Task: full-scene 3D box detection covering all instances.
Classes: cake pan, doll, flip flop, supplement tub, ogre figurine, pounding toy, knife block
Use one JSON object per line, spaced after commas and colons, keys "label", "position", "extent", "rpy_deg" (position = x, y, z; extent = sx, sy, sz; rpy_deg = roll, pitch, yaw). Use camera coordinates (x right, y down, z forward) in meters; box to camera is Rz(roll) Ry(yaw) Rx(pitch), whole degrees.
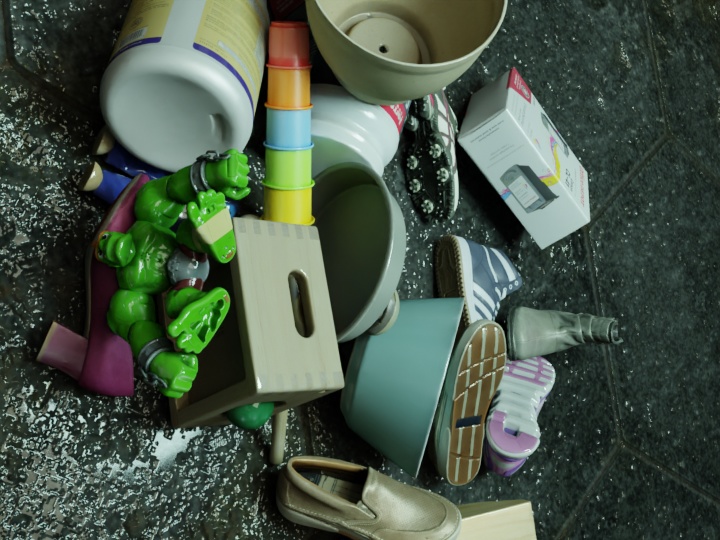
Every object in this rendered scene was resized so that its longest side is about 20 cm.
{"label": "cake pan", "position": [-0.025, -0.013, 0.862], "extent": [0.036, 0.198, 0.204], "rpy_deg": [21, 69, -40]}
{"label": "doll", "position": [-0.186, -0.067, 0.843], "extent": [0.198, 0.048, 0.139], "rpy_deg": [24, 70, -28]}
{"label": "flip flop", "position": [0.000, 0.000, 0.905], "extent": [0.057, 0.201, 0.082], "rpy_deg": [17, 114, -36]}
{"label": "supplement tub", "position": [-0.165, -0.214, 0.807], "extent": [0.144, 0.145, 0.203], "rpy_deg": [30, 46, -28]}
{"label": "ogre figurine", "position": [-0.165, -0.003, 0.707], "extent": [0.097, 0.118, 0.205], "rpy_deg": [-9, 104, -51]}
{"label": "pounding toy", "position": [-0.101, 0.082, 0.805], "extent": [0.140, 0.183, 0.204], "rpy_deg": [3, 69, -41]}
{"label": "knife block", "position": [0.082, 0.309, 0.897], "extent": [0.175, 0.196, 0.065], "rpy_deg": [2, 77, -67]}
{"label": "supplement tub", "position": [-0.010, -0.203, 0.947], "extent": [0.139, 0.139, 0.203], "rpy_deg": [31, 63, -28]}

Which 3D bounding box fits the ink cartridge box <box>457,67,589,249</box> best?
{"label": "ink cartridge box", "position": [0.229, -0.156, 1.128], "extent": [0.200, 0.085, 0.149], "rpy_deg": [47, 32, -19]}

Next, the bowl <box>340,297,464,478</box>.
{"label": "bowl", "position": [0.042, 0.115, 0.911], "extent": [0.103, 0.202, 0.204], "rpy_deg": [16, 65, 8]}

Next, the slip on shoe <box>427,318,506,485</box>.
{"label": "slip on shoe", "position": [0.122, 0.153, 0.981], "extent": [0.075, 0.060, 0.204], "rpy_deg": [0, 104, -28]}

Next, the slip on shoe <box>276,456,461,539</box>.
{"label": "slip on shoe", "position": [0.010, 0.238, 0.850], "extent": [0.196, 0.061, 0.077], "rpy_deg": [14, 37, 6]}

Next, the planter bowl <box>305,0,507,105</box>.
{"label": "planter bowl", "position": [0.033, -0.254, 0.825], "extent": [0.196, 0.135, 0.204], "rpy_deg": [4, 69, -11]}

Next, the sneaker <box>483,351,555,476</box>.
{"label": "sneaker", "position": [0.201, 0.188, 1.075], "extent": [0.079, 0.090, 0.201], "rpy_deg": [17, 40, 12]}

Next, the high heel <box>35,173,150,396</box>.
{"label": "high heel", "position": [-0.221, 0.015, 0.773], "extent": [0.095, 0.067, 0.203], "rpy_deg": [27, 89, -20]}

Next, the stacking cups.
{"label": "stacking cups", "position": [-0.077, -0.149, 0.837], "extent": [0.060, 0.060, 0.204], "rpy_deg": [-14, 112, -38]}

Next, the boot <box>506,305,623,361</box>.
{"label": "boot", "position": [0.271, 0.078, 1.070], "extent": [0.199, 0.128, 0.069], "rpy_deg": [-5, 92, -63]}

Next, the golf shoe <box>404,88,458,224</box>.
{"label": "golf shoe", "position": [0.102, -0.164, 1.069], "extent": [0.087, 0.076, 0.204], "rpy_deg": [-10, 87, -45]}

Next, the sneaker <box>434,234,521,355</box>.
{"label": "sneaker", "position": [0.157, 0.058, 1.066], "extent": [0.107, 0.070, 0.204], "rpy_deg": [8, 73, -34]}

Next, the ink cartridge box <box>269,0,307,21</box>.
{"label": "ink cartridge box", "position": [-0.065, -0.416, 0.946], "extent": [0.083, 0.143, 0.204], "rpy_deg": [-20, 92, -37]}
